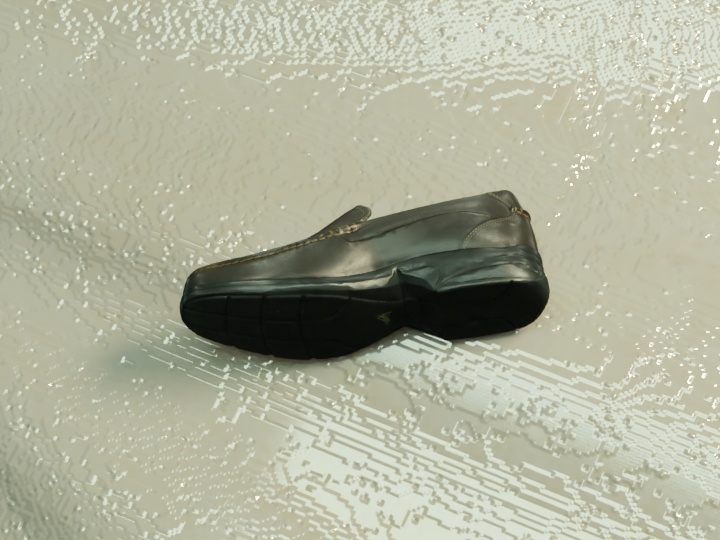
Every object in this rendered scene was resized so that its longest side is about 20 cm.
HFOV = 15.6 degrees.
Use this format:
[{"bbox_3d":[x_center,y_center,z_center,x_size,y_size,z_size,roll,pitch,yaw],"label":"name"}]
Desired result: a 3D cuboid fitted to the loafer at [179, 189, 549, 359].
[{"bbox_3d":[0.000,0.000,1.438,0.200,0.073,0.072,-4,57,-4],"label":"loafer"}]
